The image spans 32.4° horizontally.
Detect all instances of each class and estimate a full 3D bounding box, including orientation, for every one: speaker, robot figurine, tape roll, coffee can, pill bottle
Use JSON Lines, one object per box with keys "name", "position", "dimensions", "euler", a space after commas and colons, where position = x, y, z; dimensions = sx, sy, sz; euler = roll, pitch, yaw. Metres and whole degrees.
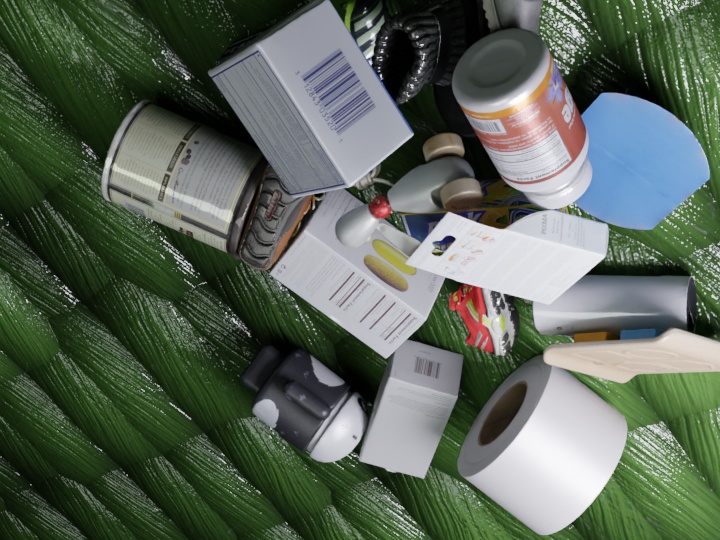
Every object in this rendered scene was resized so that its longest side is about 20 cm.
{"name": "speaker", "position": [0.323, 0.046, 1.568], "dimensions": [0.198, 0.082, 0.082], "euler": [1, 128, 25]}
{"name": "robot figurine", "position": [-0.081, 0.195, 1.852], "dimensions": [0.199, 0.150, 0.125], "euler": [37, 122, 6]}
{"name": "tape roll", "position": [0.245, 0.235, 1.682], "dimensions": [0.139, 0.203, 0.203], "euler": [38, 134, -9]}
{"name": "coffee can", "position": [-0.222, -0.122, 1.642], "dimensions": [0.198, 0.147, 0.147], "euler": [24, 134, 6]}
{"name": "pill bottle", "position": [0.187, -0.161, 1.372], "dimensions": [0.111, 0.113, 0.200], "euler": [-5, 143, 29]}

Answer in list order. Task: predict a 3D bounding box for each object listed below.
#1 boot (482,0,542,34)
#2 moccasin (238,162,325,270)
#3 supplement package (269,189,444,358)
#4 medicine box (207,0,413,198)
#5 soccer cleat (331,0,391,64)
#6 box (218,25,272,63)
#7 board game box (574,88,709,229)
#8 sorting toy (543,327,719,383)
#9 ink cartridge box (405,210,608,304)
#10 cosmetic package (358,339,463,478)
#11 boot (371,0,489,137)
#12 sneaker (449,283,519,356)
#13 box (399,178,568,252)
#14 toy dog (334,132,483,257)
{"name": "boot", "position": [0.229, -0.309, 1.331], "dimensions": [0.198, 0.073, 0.183], "euler": [-11, 124, 24]}
{"name": "moccasin", "position": [-0.090, -0.094, 1.584], "dimensions": [0.073, 0.078, 0.203], "euler": [25, 114, 8]}
{"name": "supplement package", "position": [0.000, 0.000, 1.662], "dimensions": [0.199, 0.114, 0.110], "euler": [36, 135, -8]}
{"name": "medicine box", "position": [-0.060, -0.190, 1.402], "dimensions": [0.183, 0.103, 0.200], "euler": [56, 162, -13]}
{"name": "soccer cleat", "position": [0.007, -0.294, 1.449], "dimensions": [0.067, 0.080, 0.202], "euler": [37, 130, 52]}
{"name": "box", "position": [-0.063, -0.216, 1.556], "dimensions": [0.158, 0.046, 0.201], "euler": [-15, 120, 34]}
{"name": "board game box", "position": [0.316, -0.135, 1.447], "dimensions": [0.157, 0.039, 0.200], "euler": [35, 144, -3]}
{"name": "sorting toy", "position": [0.359, 0.102, 1.555], "dimensions": [0.184, 0.037, 0.199], "euler": [16, 160, -39]}
{"name": "ink cartridge box", "position": [0.171, -0.028, 1.476], "dimensions": [0.198, 0.048, 0.160], "euler": [15, 155, -11]}
{"name": "cosmetic package", "position": [0.072, 0.204, 1.810], "dimensions": [0.106, 0.085, 0.201], "euler": [16, 135, -3]}
{"name": "boot", "position": [0.084, -0.218, 1.400], "dimensions": [0.079, 0.158, 0.213], "euler": [13, 132, 31]}
{"name": "sneaker", "position": [0.155, 0.035, 1.645], "dimensions": [0.084, 0.077, 0.202], "euler": [10, 132, 26]}
{"name": "box", "position": [0.154, -0.070, 1.558], "dimensions": [0.198, 0.070, 0.065], "euler": [-3, 126, 27]}
{"name": "toy dog", "position": [0.072, -0.085, 1.513], "dimensions": [0.198, 0.134, 0.096], "euler": [-8, 157, 34]}
